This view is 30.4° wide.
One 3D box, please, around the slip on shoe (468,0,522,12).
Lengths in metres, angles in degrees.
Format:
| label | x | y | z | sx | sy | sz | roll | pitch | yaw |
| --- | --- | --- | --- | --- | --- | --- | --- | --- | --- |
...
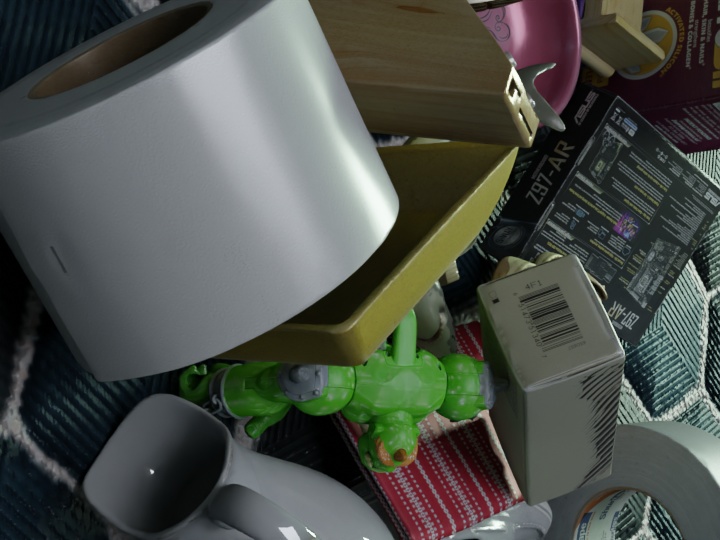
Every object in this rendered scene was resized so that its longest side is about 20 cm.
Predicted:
| label | x | y | z | sx | sy | sz | roll | pitch | yaw |
| --- | --- | --- | --- | --- | --- | --- | --- | --- | --- |
| slip on shoe | 0.032 | -0.206 | 0.909 | 0.199 | 0.076 | 0.061 | -6 | 94 | -8 |

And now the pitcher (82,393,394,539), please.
| label | x | y | z | sx | sy | sz | roll | pitch | yaw |
| --- | --- | --- | --- | --- | --- | --- | --- | --- | --- |
| pitcher | -0.043 | 0.169 | 0.767 | 0.121 | 0.171 | 0.200 | -53 | 125 | -15 |

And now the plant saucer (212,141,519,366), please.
| label | x | y | z | sx | sy | sz | roll | pitch | yaw |
| --- | --- | --- | --- | --- | --- | --- | --- | --- | --- |
| plant saucer | -0.025 | -0.006 | 0.786 | 0.200 | 0.199 | 0.049 | -45 | 123 | -41 |

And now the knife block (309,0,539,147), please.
| label | x | y | z | sx | sy | sz | roll | pitch | yaw |
| --- | --- | --- | --- | --- | --- | --- | --- | --- | --- |
| knife block | -0.013 | -0.118 | 0.797 | 0.201 | 0.175 | 0.064 | 60 | 7 | 31 |

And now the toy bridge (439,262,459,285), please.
| label | x | y | z | sx | sy | sz | roll | pitch | yaw |
| --- | --- | --- | --- | --- | --- | --- | --- | --- | --- |
| toy bridge | 0.000 | 0.000 | 0.939 | 0.200 | 0.027 | 0.068 | -23 | 102 | -47 |

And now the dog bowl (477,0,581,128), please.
| label | x | y | z | sx | sy | sz | roll | pitch | yaw |
| --- | --- | --- | --- | --- | --- | --- | --- | --- | --- |
| dog bowl | 0.100 | -0.190 | 1.038 | 0.199 | 0.074 | 0.202 | 7 | 80 | -47 |

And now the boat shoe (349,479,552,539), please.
| label | x | y | z | sx | sy | sz | roll | pitch | yaw |
| --- | --- | --- | --- | --- | --- | --- | --- | --- | --- |
| boat shoe | 0.073 | 0.191 | 0.951 | 0.199 | 0.072 | 0.069 | 20 | 40 | -45 |

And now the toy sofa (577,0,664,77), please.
| label | x | y | z | sx | sy | sz | roll | pitch | yaw |
| --- | --- | --- | --- | --- | --- | --- | --- | --- | --- |
| toy sofa | 0.211 | -0.276 | 1.151 | 0.083 | 0.097 | 0.201 | 24 | 69 | -45 |

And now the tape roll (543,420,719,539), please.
| label | x | y | z | sx | sy | sz | roll | pitch | yaw |
| --- | --- | --- | --- | --- | --- | --- | --- | --- | --- |
| tape roll | 0.227 | 0.221 | 1.042 | 0.066 | 0.200 | 0.202 | 2 | 85 | -48 |

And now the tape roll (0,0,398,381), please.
| label | x | y | z | sx | sy | sz | roll | pitch | yaw |
| --- | --- | --- | --- | --- | --- | --- | --- | --- | --- |
| tape roll | -0.096 | -0.057 | 0.708 | 0.203 | 0.202 | 0.140 | -45 | 119 | -41 |

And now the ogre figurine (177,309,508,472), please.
| label | x | y | z | sx | sy | sz | roll | pitch | yaw |
| --- | --- | --- | --- | --- | --- | --- | --- | --- | --- |
| ogre figurine | 0.000 | 0.072 | 0.814 | 0.199 | 0.120 | 0.099 | 25 | 71 | -19 |

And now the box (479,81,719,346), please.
| label | x | y | z | sx | sy | sz | roll | pitch | yaw |
| --- | --- | --- | --- | --- | --- | --- | --- | --- | --- |
| box | 0.211 | -0.042 | 1.116 | 0.200 | 0.043 | 0.161 | 28 | 95 | -43 |

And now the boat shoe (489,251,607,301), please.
| label | x | y | z | sx | sy | sz | roll | pitch | yaw |
| --- | --- | --- | --- | --- | --- | --- | --- | --- | --- |
| boat shoe | 0.148 | 0.029 | 0.986 | 0.200 | 0.064 | 0.072 | -3 | 110 | -67 |

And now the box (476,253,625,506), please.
| label | x | y | z | sx | sy | sz | roll | pitch | yaw |
| --- | --- | --- | --- | --- | --- | --- | --- | --- | --- |
| box | 0.124 | 0.078 | 0.871 | 0.200 | 0.068 | 0.083 | 75 | -6 | -61 |

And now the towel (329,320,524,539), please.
| label | x | y | z | sx | sy | sz | roll | pitch | yaw |
| --- | --- | --- | --- | --- | --- | --- | --- | --- | --- |
| towel | 0.062 | 0.113 | 0.953 | 0.199 | 0.022 | 0.145 | -11 | 63 | -48 |

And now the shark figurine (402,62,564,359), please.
| label | x | y | z | sx | sy | sz | roll | pitch | yaw |
| --- | --- | --- | --- | --- | --- | --- | --- | --- | --- |
| shark figurine | 0.046 | -0.059 | 0.910 | 0.090 | 0.127 | 0.215 | -84 | -164 | -73 |

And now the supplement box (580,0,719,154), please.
| label | x | y | z | sx | sy | sz | roll | pitch | yaw |
| --- | --- | --- | --- | --- | --- | --- | --- | --- | --- |
| supplement box | 0.303 | -0.183 | 1.170 | 0.103 | 0.199 | 0.132 | 25 | 67 | -44 |
